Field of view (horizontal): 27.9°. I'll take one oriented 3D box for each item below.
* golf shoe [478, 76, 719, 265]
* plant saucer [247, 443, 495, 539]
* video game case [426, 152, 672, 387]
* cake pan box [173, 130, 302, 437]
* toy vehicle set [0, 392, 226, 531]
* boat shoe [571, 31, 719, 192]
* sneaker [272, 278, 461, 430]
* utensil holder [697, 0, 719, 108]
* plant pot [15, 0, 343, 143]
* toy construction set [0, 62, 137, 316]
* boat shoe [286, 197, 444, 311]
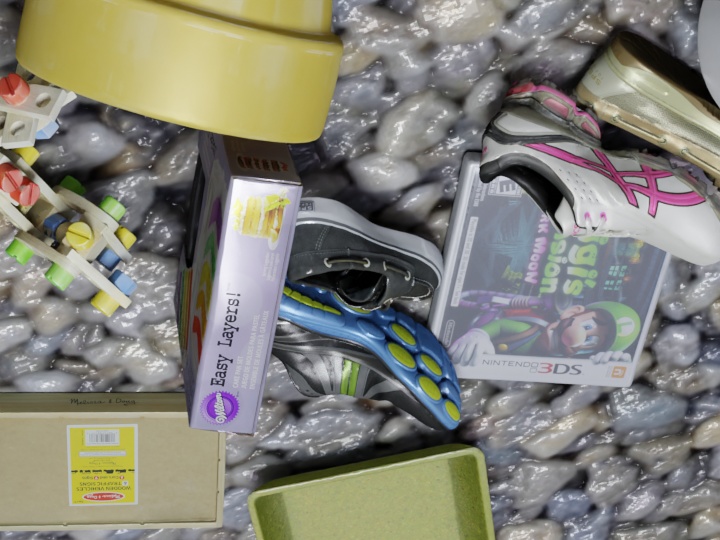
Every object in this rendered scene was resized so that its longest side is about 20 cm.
[{"bbox_3d":[0.175,-0.051,1.049,0.200,0.092,0.073,31,158,-4],"label":"golf shoe"},{"bbox_3d":[0.015,0.233,1.257,0.200,0.048,0.200,-11,123,-1],"label":"plant saucer"},{"bbox_3d":[0.152,0.005,1.148,0.182,0.023,0.200,4,121,-11],"label":"video game case"},{"bbox_3d":[-0.088,-0.016,0.994,0.052,0.200,0.184,8,115,-14],"label":"cake pan box"},{"bbox_3d":[-0.211,0.158,1.188,0.200,0.027,0.124,1,122,-9],"label":"toy vehicle set"},{"bbox_3d":[0.249,-0.098,1.072,0.201,0.073,0.063,30,121,-21],"label":"boat shoe"},{"bbox_3d":[-0.008,0.067,1.135,0.200,0.071,0.083,28,127,-9],"label":"sneaker"},{"bbox_3d":[0.341,-0.153,0.948,0.170,0.200,0.170,-4,104,-18],"label":"utensil holder"},{"bbox_3d":[-0.095,-0.197,0.895,0.201,0.201,0.189,13,103,-16],"label":"plant pot"},{"bbox_3d":[-0.226,-0.060,0.983,0.092,0.131,0.200,-44,147,-23],"label":"toy construction set"},{"bbox_3d":[0.000,0.000,1.053,0.069,0.057,0.200,-15,160,28],"label":"boat shoe"}]
